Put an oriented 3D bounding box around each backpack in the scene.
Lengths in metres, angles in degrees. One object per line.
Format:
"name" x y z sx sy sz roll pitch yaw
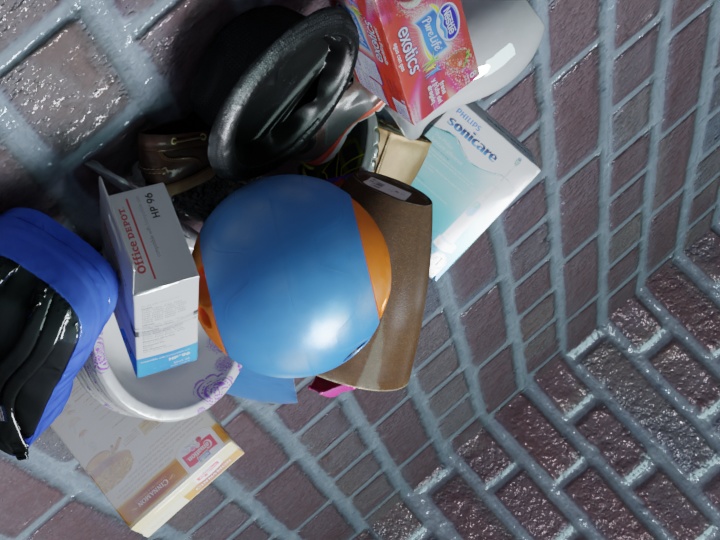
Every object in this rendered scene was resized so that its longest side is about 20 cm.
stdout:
"backpack" -0.323 0.038 1.479 0.200 0.162 0.168 -59 -177 36

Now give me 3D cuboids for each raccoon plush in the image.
"raccoon plush" -0.147 -0.053 1.649 0.200 0.134 0.097 -15 151 -48

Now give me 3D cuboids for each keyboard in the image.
"keyboard" -0.200 -0.059 1.577 0.011 0.056 0.200 -56 144 -3

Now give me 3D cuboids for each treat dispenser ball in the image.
"treat dispenser ball" -0.070 0.006 1.552 0.201 0.201 0.201 -37 161 -15

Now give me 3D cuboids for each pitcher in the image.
"pitcher" 0.107 -0.245 1.805 0.200 0.121 0.172 -40 -171 6

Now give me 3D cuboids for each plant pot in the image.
"plant pot" 0.000 0.000 1.714 0.187 0.187 0.200 -8 122 -59

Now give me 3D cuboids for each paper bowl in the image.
"paper bowl" -0.226 0.060 1.700 0.200 0.201 0.104 -30 -162 -33

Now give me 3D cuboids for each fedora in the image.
"fedora" -0.095 -0.187 1.518 0.201 0.092 0.201 -40 155 -23

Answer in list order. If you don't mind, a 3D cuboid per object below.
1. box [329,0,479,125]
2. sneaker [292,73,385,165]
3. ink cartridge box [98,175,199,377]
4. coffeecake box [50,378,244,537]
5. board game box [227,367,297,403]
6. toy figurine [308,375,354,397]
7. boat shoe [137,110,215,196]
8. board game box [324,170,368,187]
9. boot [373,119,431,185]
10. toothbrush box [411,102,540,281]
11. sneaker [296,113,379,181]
"box" 0.037 -0.256 1.554 0.095 0.100 0.200 -39 143 -13
"sneaker" -0.030 -0.189 1.694 0.082 0.077 0.200 -5 138 -49
"ink cartridge box" -0.203 0.000 1.507 0.068 0.116 0.200 -16 151 -16
"coffeecake box" -0.261 0.185 1.845 0.153 0.200 0.073 -41 161 -4
"board game box" -0.155 0.118 2.050 0.200 0.158 0.039 87 18 -67
"toy figurine" -0.066 0.077 2.025 0.150 0.184 0.200 -42 161 0
"boat shoe" -0.142 -0.140 1.581 0.200 0.070 0.070 -32 120 -44
"board game box" -0.035 -0.009 1.825 0.134 0.045 0.200 -11 124 6
"boot" -0.028 -0.094 1.905 0.175 0.066 0.200 12 112 -31
"toothbrush box" 0.106 -0.112 1.989 0.200 0.146 0.085 -48 -164 15
"sneaker" -0.031 -0.121 1.813 0.084 0.075 0.200 6 115 -12
